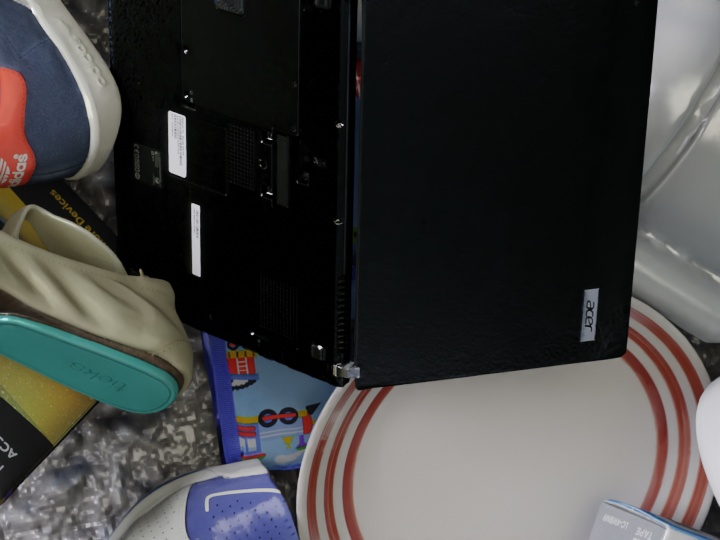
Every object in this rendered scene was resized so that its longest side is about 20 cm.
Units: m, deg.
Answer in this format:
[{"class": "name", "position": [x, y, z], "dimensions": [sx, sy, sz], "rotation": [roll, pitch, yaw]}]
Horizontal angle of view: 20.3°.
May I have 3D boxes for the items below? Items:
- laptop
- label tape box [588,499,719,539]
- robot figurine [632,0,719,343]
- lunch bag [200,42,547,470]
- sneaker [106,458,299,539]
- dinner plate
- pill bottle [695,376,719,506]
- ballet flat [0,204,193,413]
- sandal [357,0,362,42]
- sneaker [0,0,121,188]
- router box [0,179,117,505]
[{"class": "laptop", "position": [0.003, -0.055, 0.808], "dimensions": [0.103, 0.199, 0.178], "rotation": [-28, 129, -46]}, {"class": "label tape box", "position": [0.146, 0.222, 0.903], "dimensions": [0.143, 0.066, 0.201], "rotation": [22, 85, -24]}, {"class": "robot figurine", "position": [0.171, -0.053, 0.902], "dimensions": [0.199, 0.113, 0.170], "rotation": [32, 73, -6]}, {"class": "lunch bag", "position": [0.000, 0.000, 0.903], "dimensions": [0.150, 0.094, 0.201], "rotation": [-9, 105, -6]}, {"class": "sneaker", "position": [-0.111, 0.165, 0.852], "dimensions": [0.199, 0.115, 0.081], "rotation": [-24, 111, -7]}, {"class": "dinner plate", "position": [0.067, 0.091, 0.904], "dimensions": [0.199, 0.024, 0.201], "rotation": [-6, 117, -12]}, {"class": "pill bottle", "position": [0.248, 0.052, 0.834], "dimensions": [0.200, 0.111, 0.111], "rotation": [-34, 94, 26]}, {"class": "ballet flat", "position": [-0.149, -0.002, 0.779], "dimensions": [0.199, 0.069, 0.070], "rotation": [26, 86, -35]}, {"class": "sandal", "position": [-0.051, -0.117, 0.840], "dimensions": [0.205, 0.079, 0.060], "rotation": [4, 84, 13]}, {"class": "sneaker", "position": [-0.184, -0.112, 0.827], "dimensions": [0.084, 0.075, 0.200], "rotation": [-21, 60, -39]}, {"class": "router box", "position": [-0.190, -0.005, 0.839], "dimensions": [0.200, 0.157, 0.052], "rotation": [46, 129, -5]}]
